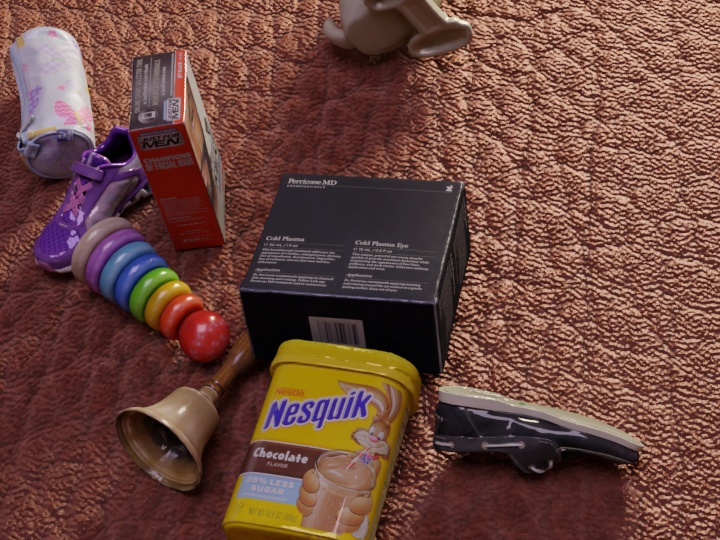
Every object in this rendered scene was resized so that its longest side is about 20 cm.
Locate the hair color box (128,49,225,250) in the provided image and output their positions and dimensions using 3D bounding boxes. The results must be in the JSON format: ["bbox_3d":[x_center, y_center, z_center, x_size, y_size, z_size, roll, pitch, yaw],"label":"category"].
[{"bbox_3d":[-0.195,-0.127,1.595,0.064,0.200,0.111,-8,52,5],"label":"hair color box"}]

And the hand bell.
[{"bbox_3d":[-0.144,0.118,1.488,0.104,0.104,0.200,22,47,25],"label":"hand bell"}]

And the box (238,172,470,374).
[{"bbox_3d":[0.000,0.000,1.502,0.200,0.104,0.182,4,45,13],"label":"box"}]

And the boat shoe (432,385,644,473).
[{"bbox_3d":[0.167,0.160,1.401,0.200,0.072,0.068,11,92,11],"label":"boat shoe"}]

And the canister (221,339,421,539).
[{"bbox_3d":[-0.036,0.176,1.406,0.148,0.087,0.200,7,56,17],"label":"canister"}]

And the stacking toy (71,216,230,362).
[{"bbox_3d":[-0.213,0.026,1.565,0.200,0.085,0.085,35,66,25],"label":"stacking toy"}]

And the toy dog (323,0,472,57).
[{"bbox_3d":[0.052,-0.357,1.772,0.194,0.139,0.200,-27,43,39],"label":"toy dog"}]

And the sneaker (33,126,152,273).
[{"bbox_3d":[-0.302,-0.087,1.658,0.080,0.089,0.200,25,63,25],"label":"sneaker"}]

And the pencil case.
[{"bbox_3d":[-0.369,-0.201,1.761,0.091,0.083,0.200,-1,49,-17],"label":"pencil case"}]
